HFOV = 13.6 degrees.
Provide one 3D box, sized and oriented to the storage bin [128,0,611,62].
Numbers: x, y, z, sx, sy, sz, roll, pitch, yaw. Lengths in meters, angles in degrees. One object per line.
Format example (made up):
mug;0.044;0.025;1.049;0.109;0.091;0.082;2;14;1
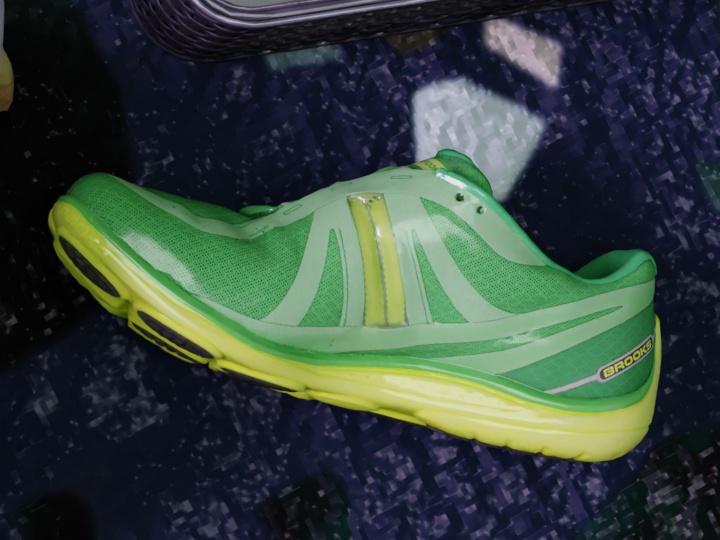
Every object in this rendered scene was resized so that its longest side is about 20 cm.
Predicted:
storage bin;0.025;-0.146;0.906;0.199;0.094;0.136;-10;89;-13

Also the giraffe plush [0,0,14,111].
giraffe plush;-0.184;-0.013;0.832;0.161;0.173;0.202;4;81;-3

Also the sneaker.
sneaker;0.000;0.000;0.907;0.199;0.074;0.084;15;87;-20
